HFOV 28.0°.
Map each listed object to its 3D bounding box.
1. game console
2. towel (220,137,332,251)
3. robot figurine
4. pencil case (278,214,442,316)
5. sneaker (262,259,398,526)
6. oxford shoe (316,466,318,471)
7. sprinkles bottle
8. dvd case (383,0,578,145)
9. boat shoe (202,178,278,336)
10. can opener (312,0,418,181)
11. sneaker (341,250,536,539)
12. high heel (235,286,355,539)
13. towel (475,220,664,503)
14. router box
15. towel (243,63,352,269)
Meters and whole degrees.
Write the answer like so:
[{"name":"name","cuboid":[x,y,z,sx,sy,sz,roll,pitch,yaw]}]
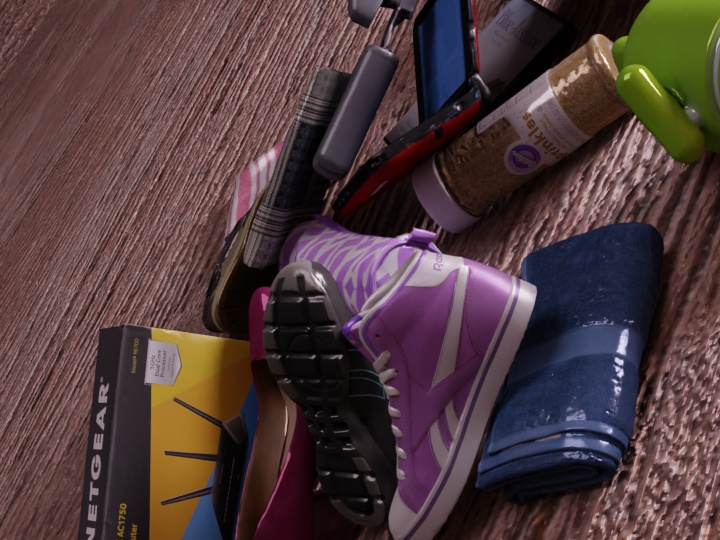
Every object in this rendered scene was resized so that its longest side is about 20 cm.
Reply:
[{"name":"game console","cuboid":[0.033,-0.152,1.231,0.172,0.119,0.200,-34,-2,-13]},{"name":"towel","cuboid":[-0.081,-0.111,1.591,0.199,0.030,0.147,-36,27,27]},{"name":"robot figurine","cuboid":[0.256,-0.137,0.974,0.175,0.116,0.200,-34,22,-15]},{"name":"pencil case","cuboid":[0.000,0.000,1.237,0.199,0.083,0.086,10,97,60]},{"name":"sneaker","cuboid":[-0.010,0.079,1.026,0.075,0.202,0.079,0,26,39]},{"name":"oxford shoe","cuboid":[-0.070,0.156,1.178,0.200,0.057,0.076,-47,49,39]},{"name":"sprinkles bottle","cuboid":[0.135,-0.111,1.191,0.199,0.068,0.069,-36,28,27]},{"name":"dvd case","cuboid":[0.110,-0.174,1.379,0.200,0.018,0.143,-46,25,6]},{"name":"boat shoe","cuboid":[-0.107,-0.026,1.463,0.064,0.073,0.201,-4,50,50]},{"name":"can opener","cuboid":[-0.003,-0.180,1.254,0.053,0.066,0.201,138,157,-77]},{"name":"sneaker","cuboid":[0.031,0.083,0.976,0.073,0.113,0.202,-103,31,-80]},{"name":"high heel","cuboid":[-0.069,0.115,1.052,0.095,0.202,0.067,-14,-7,-34]},{"name":"towel","cuboid":[0.143,0.056,0.972,0.111,0.048,0.201,-23,36,42]},{"name":"router box","cuboid":[-0.131,0.150,1.084,0.051,0.148,0.202,-8,75,56]},{"name":"towel","cuboid":[-0.054,-0.098,1.354,0.200,0.034,0.194,-19,-51,-80]}]
